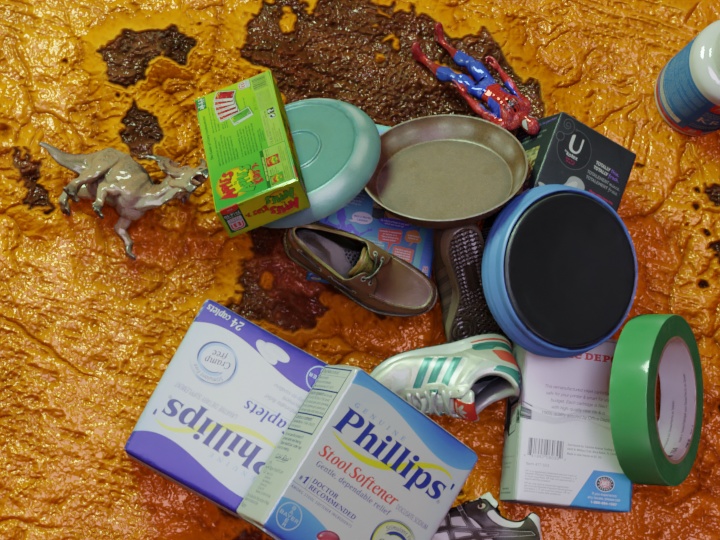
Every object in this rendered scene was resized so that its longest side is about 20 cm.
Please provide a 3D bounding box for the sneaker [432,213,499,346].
[{"bbox_3d":[0.124,0.016,1.671,0.070,0.076,0.202,-12,122,-12],"label":"sneaker"}]

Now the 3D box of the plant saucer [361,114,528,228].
[{"bbox_3d":[0.098,-0.112,1.635,0.198,0.035,0.201,-3,43,2],"label":"plant saucer"}]

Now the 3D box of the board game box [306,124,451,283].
[{"bbox_3d":[0.023,-0.076,1.704,0.150,0.045,0.202,11,80,-5],"label":"board game box"}]

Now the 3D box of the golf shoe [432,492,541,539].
[{"bbox_3d":[0.118,0.302,1.632,0.198,0.078,0.095,15,78,2],"label":"golf shoe"}]

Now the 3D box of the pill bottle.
[{"bbox_3d":[0.447,-0.244,1.712,0.111,0.200,0.114,1,80,-7],"label":"pill bottle"}]

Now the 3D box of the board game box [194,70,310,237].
[{"bbox_3d":[-0.129,-0.140,1.625,0.101,0.048,0.201,-21,47,5],"label":"board game box"}]

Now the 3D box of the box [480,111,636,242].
[{"bbox_3d":[0.233,-0.072,1.689,0.121,0.106,0.202,27,77,-20],"label":"box"}]

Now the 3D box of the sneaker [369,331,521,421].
[{"bbox_3d":[0.096,0.141,1.637,0.198,0.094,0.071,-16,127,-3],"label":"sneaker"}]

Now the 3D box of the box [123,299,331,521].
[{"bbox_3d":[-0.147,0.168,1.609,0.183,0.105,0.201,28,78,-2],"label":"box"}]

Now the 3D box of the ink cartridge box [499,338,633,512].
[{"bbox_3d":[0.252,0.184,1.670,0.145,0.086,0.202,7,78,-7],"label":"ink cartridge box"}]

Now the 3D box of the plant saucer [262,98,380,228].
[{"bbox_3d":[-0.073,-0.137,1.651,0.198,0.028,0.202,-11,50,13],"label":"plant saucer"}]

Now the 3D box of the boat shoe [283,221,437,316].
[{"bbox_3d":[0.000,0.000,1.632,0.198,0.068,0.073,22,80,-4],"label":"boat shoe"}]

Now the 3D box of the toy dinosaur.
[{"bbox_3d":[-0.281,-0.109,1.655,0.199,0.086,0.136,31,67,15],"label":"toy dinosaur"}]

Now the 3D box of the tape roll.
[{"bbox_3d":[0.353,0.153,1.640,0.048,0.200,0.203,-1,78,31],"label":"tape roll"}]

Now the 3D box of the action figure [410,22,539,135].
[{"bbox_3d":[0.147,-0.230,1.710,0.065,0.052,0.200,-39,65,-16],"label":"action figure"}]

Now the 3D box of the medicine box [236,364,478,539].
[{"bbox_3d":[-0.003,0.237,1.531,0.182,0.103,0.201,36,77,-16],"label":"medicine box"}]

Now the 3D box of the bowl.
[{"bbox_3d":[0.236,0.001,1.607,0.198,0.039,0.203,1,87,-23],"label":"bowl"}]
